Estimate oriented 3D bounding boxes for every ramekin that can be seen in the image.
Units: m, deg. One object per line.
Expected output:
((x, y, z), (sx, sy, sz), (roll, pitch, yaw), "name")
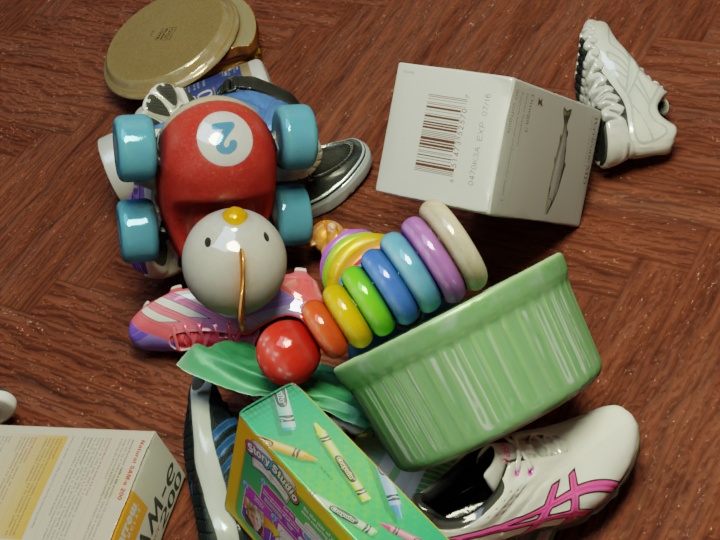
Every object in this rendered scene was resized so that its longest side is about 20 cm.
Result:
((0.088, 0.075, 0.950), (0.199, 0.200, 0.098), (-27, 87, -4), "ramekin")

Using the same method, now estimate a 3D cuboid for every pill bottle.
((-0.179, -0.144, 1.341), (0.199, 0.111, 0.111), (-22, 44, 1), "pill bottle")

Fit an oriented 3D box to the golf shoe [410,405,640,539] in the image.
((0.126, 0.156, 0.918), (0.199, 0.092, 0.073), (-30, 48, -11), "golf shoe")

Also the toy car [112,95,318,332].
((-0.117, -0.039, 1.100), (0.183, 0.178, 0.200), (-6, 39, -16), "toy car")

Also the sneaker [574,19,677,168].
((0.263, -0.180, 1.234), (0.080, 0.075, 0.201), (-4, 48, 0), "sneaker")

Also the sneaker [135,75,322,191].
((-0.146, -0.139, 1.220), (0.199, 0.077, 0.112), (-7, 45, -15), "sneaker")

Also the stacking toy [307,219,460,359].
((0.000, 0.000, 1.154), (0.115, 0.110, 0.200), (-20, 31, -19), "stacking toy")

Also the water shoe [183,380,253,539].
((-0.107, 0.174, 1.062), (0.078, 0.072, 0.201), (0, 41, -16), "water shoe")

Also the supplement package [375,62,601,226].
((0.121, -0.110, 1.108), (0.117, 0.200, 0.118), (13, 96, 31), "supplement package")

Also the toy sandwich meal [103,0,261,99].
((-0.219, -0.269, 1.510), (0.204, 0.070, 0.206), (-14, 48, 15), "toy sandwich meal")

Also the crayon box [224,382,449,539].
((-0.017, 0.195, 0.914), (0.058, 0.119, 0.200), (-26, 56, -35), "crayon box")

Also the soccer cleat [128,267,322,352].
((-0.130, 0.052, 1.175), (0.199, 0.067, 0.077), (-12, 50, 8), "soccer cleat")

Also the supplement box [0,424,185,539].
((-0.271, 0.208, 1.076), (0.199, 0.074, 0.127), (0, 49, 22), "supplement box")

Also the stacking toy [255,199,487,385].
((0.003, 0.028, 1.006), (0.199, 0.086, 0.085), (-33, 45, -3), "stacking toy")

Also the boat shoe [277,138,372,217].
((-0.081, -0.090, 1.279), (0.199, 0.071, 0.072), (-30, 45, -6), "boat shoe")

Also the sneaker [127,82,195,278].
((-0.212, -0.092, 1.253), (0.083, 0.080, 0.202), (-5, 77, 49), "sneaker")

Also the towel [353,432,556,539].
((0.059, 0.197, 0.989), (0.199, 0.023, 0.153), (12, 55, 30), "towel")

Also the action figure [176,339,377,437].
((-0.046, 0.109, 1.051), (0.199, 0.055, 0.118), (17, 18, 22), "action figure")

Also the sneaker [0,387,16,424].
((-0.425, 0.110, 1.232), (0.199, 0.071, 0.100), (-8, 51, 21), "sneaker")
